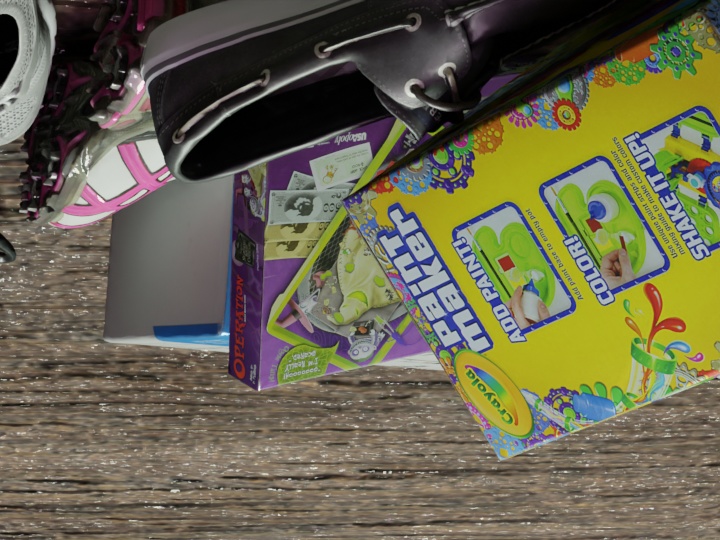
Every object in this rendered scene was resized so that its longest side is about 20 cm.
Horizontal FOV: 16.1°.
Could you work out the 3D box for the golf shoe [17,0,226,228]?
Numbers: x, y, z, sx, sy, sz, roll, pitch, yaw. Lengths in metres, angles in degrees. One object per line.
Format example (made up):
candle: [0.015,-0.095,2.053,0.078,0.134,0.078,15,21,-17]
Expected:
golf shoe: [-0.086,-0.061,1.079,0.092,0.073,0.200,10,159,-23]

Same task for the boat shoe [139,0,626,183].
boat shoe: [0.012,-0.077,0.933,0.200,0.066,0.070,-13,157,15]

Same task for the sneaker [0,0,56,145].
sneaker: [-0.161,-0.089,1.001,0.075,0.082,0.200,-2,158,-2]

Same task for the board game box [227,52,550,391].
board game box: [0.034,-0.026,1.071,0.200,0.120,0.032,-11,-161,-35]

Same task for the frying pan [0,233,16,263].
frying pan: [-0.197,-0.050,1.162,0.115,0.031,0.190,-21,155,38]

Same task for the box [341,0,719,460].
box: [0.138,-0.047,0.959,0.193,0.122,0.200,-27,-173,45]

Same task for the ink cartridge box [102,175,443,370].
ink cartridge box: [0.000,0.000,1.183,0.200,0.084,0.146,6,174,-26]
